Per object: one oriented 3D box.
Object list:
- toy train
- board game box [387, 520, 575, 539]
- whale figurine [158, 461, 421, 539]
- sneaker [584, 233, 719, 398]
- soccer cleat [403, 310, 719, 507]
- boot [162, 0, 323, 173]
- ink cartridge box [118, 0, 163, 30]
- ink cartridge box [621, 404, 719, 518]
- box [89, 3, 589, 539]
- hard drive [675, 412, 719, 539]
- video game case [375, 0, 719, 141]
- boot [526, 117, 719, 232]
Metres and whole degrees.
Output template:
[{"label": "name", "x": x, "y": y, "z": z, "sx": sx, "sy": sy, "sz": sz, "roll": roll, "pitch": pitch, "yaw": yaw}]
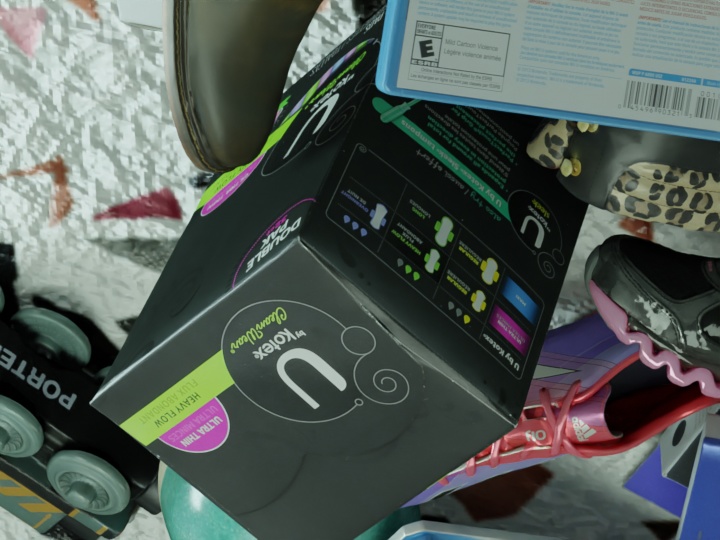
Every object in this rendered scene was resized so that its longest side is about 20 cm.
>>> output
[{"label": "toy train", "x": -0.186, "y": 0.070, "z": 1.270, "sx": 0.200, "sy": 0.085, "sz": 0.114, "roll": 34, "pitch": 144, "yaw": -13}, {"label": "board game box", "x": 0.057, "y": 0.198, "z": 1.256, "sx": 0.200, "sy": 0.026, "sz": 0.200, "roll": 11, "pitch": 139, "yaw": -32}, {"label": "whale figurine", "x": -0.013, "y": 0.138, "z": 1.237, "sx": 0.159, "sy": 0.104, "sz": 0.200, "roll": -32, "pitch": 125, "yaw": 9}, {"label": "sneaker", "x": 0.196, "y": 0.016, "z": 1.054, "sx": 0.200, "sy": 0.079, "sz": 0.096, "roll": 21, "pitch": 117, "yaw": -2}, {"label": "soccer cleat", "x": 0.078, "y": 0.065, "z": 1.132, "sx": 0.200, "sy": 0.076, "sz": 0.067, "roll": -21, "pitch": 114, "yaw": 4}, {"label": "boot", "x": -0.016, "y": -0.127, "z": 0.967, "sx": 0.097, "sy": 0.075, "sz": 0.200, "roll": 18, "pitch": 106, "yaw": 32}, {"label": "ink cartridge box", "x": -0.075, "y": -0.204, "z": 0.984, "sx": 0.037, "sy": 0.095, "sz": 0.200, "roll": 13, "pitch": 132, "yaw": 21}, {"label": "ink cartridge box", "x": 0.250, "y": 0.102, "z": 1.167, "sx": 0.198, "sy": 0.043, "sz": 0.200, "roll": 28, "pitch": 132, "yaw": -5}, {"label": "box", "x": 0.000, "y": 0.000, "z": 1.065, "sx": 0.124, "sy": 0.200, "sz": 0.148, "roll": 40, "pitch": 129, "yaw": -15}, {"label": "hard drive", "x": 0.247, "y": 0.130, "z": 1.130, "sx": 0.200, "sy": 0.025, "sz": 0.132, "roll": 11, "pitch": 140, "yaw": 6}, {"label": "video game case", "x": 0.090, "y": -0.157, "z": 0.930, "sx": 0.143, "sy": 0.018, "sz": 0.200, "roll": 7, "pitch": 98, "yaw": -13}, {"label": "boot", "x": 0.103, "y": -0.108, "z": 1.018, "sx": 0.200, "sy": 0.073, "sz": 0.151, "roll": 18, "pitch": 122, "yaw": -5}]
